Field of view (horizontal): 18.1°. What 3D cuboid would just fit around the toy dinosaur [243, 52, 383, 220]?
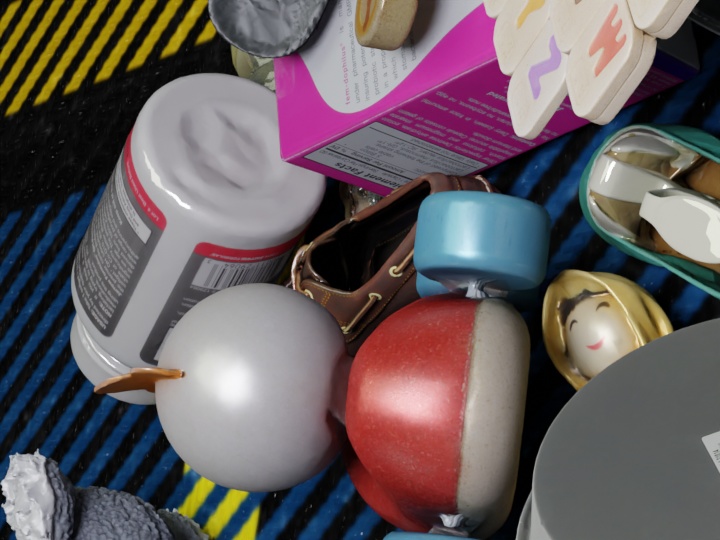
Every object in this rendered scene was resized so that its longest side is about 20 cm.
[{"bbox_3d":[-0.054,-0.096,1.296,0.200,0.047,0.088,52,139,8],"label":"toy dinosaur"}]

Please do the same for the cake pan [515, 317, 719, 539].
[{"bbox_3d":[0.153,0.083,0.872,0.199,0.037,0.201,-13,34,9],"label":"cake pan"}]

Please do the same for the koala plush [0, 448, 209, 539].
[{"bbox_3d":[-0.140,0.206,1.209,0.183,0.177,0.201,-19,57,34],"label":"koala plush"}]

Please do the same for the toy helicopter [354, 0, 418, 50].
[{"bbox_3d":[0.029,-0.201,1.049,0.132,0.078,0.201,-118,41,-61],"label":"toy helicopter"}]

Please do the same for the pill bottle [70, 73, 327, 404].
[{"bbox_3d":[-0.101,-0.009,1.275,0.200,0.110,0.111,122,148,-48],"label":"pill bottle"}]

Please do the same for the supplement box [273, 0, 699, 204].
[{"bbox_3d":[0.057,-0.121,1.130,0.199,0.103,0.102,-22,63,37],"label":"supplement box"}]

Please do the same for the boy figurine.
[{"bbox_3d":[0.126,0.082,0.993,0.124,0.064,0.201,-37,48,42],"label":"boy figurine"}]

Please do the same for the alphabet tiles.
[{"bbox_3d":[0.103,-0.161,0.962,0.196,0.015,0.201,-56,30,39],"label":"alphabet tiles"}]

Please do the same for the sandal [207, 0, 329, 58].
[{"bbox_3d":[-0.017,-0.200,1.107,0.048,0.075,0.202,-54,-17,-85],"label":"sandal"}]

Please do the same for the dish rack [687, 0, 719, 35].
[{"bbox_3d":[0.196,-0.190,0.969,0.054,0.152,0.202,-17,59,63],"label":"dish rack"}]

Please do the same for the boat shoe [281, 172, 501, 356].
[{"bbox_3d":[0.000,0.000,1.199,0.200,0.070,0.071,-35,50,41],"label":"boat shoe"}]

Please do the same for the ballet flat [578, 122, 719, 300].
[{"bbox_3d":[0.145,-0.031,1.018,0.200,0.070,0.068,33,100,55],"label":"ballet flat"}]

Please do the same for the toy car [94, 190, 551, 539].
[{"bbox_3d":[-0.021,0.059,1.043,0.177,0.198,0.186,76,-159,-81],"label":"toy car"}]

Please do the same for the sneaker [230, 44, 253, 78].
[{"bbox_3d":[-0.005,-0.137,1.282,0.200,0.076,0.089,-33,60,45],"label":"sneaker"}]
